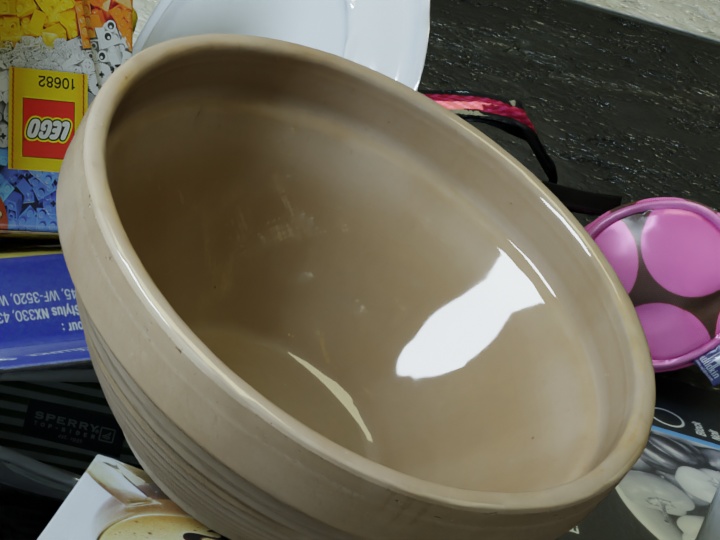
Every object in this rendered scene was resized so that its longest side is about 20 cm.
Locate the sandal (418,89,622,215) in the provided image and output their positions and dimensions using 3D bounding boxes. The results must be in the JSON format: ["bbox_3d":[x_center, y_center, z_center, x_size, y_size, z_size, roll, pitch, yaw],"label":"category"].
[{"bbox_3d":[0.037,-0.075,1.056,0.200,0.045,0.075,23,2,6],"label":"sandal"}]

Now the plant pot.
[{"bbox_3d":[-0.014,0.024,0.685,0.201,0.093,0.201,22,36,-17],"label":"plant pot"}]

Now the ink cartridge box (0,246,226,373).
[{"bbox_3d":[-0.185,0.017,0.749,0.198,0.047,0.200,-5,-1,-43],"label":"ink cartridge box"}]

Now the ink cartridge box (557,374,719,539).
[{"bbox_3d":[0.083,0.087,0.929,0.200,0.043,0.198,13,22,-9],"label":"ink cartridge box"}]

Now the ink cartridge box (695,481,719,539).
[{"bbox_3d":[0.203,0.147,0.744,0.200,0.145,0.084,24,22,12],"label":"ink cartridge box"}]

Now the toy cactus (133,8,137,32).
[{"bbox_3d":[-0.209,-0.112,1.033,0.165,0.102,0.200,-14,-13,43],"label":"toy cactus"}]

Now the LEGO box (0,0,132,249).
[{"bbox_3d":[-0.170,-0.083,0.837,0.077,0.149,0.200,2,-4,-37],"label":"LEGO box"}]

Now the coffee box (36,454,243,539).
[{"bbox_3d":[-0.013,0.143,0.665,0.200,0.080,0.113,20,20,4],"label":"coffee box"}]

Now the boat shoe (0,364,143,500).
[{"bbox_3d":[-0.056,0.071,0.802,0.200,0.074,0.067,4,-4,-5],"label":"boat shoe"}]

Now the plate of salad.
[{"bbox_3d":[-0.039,-0.065,0.876,0.048,0.200,0.200,27,12,-39],"label":"plate of salad"}]

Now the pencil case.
[{"bbox_3d":[0.155,0.006,1.048,0.091,0.094,0.200,66,9,2],"label":"pencil case"}]
